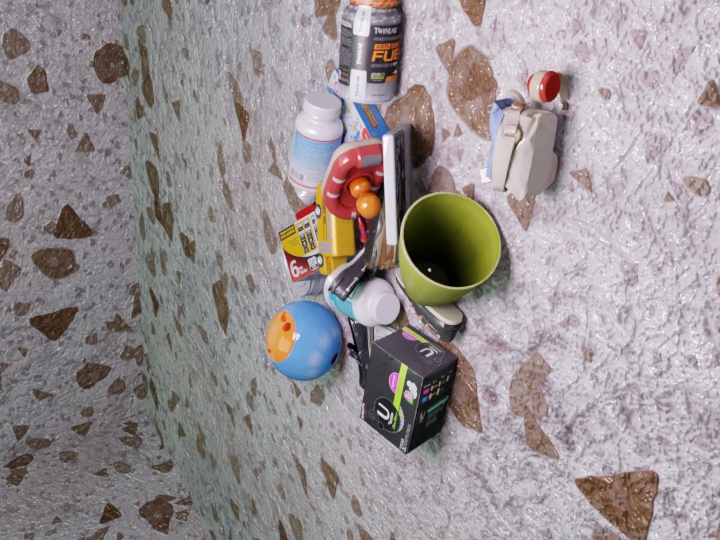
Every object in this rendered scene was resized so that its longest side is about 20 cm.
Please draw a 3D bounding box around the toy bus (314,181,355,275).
[{"bbox_3d":[-0.054,-0.093,1.648,0.078,0.064,0.205,4,98,55],"label":"toy bus"}]

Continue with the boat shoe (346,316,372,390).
[{"bbox_3d":[-0.002,0.191,1.802,0.075,0.061,0.205,-141,47,-70],"label":"boat shoe"}]

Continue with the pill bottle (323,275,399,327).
[{"bbox_3d":[0.006,0.061,1.706,0.199,0.109,0.114,24,122,54],"label":"pill bottle"}]

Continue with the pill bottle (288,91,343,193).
[{"bbox_3d":[-0.096,-0.281,1.641,0.109,0.107,0.203,49,140,38],"label":"pill bottle"}]

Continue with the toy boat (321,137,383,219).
[{"bbox_3d":[0.001,-0.163,1.511,0.133,0.128,0.201,67,156,22],"label":"toy boat"}]

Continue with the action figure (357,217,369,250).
[{"bbox_3d":[0.019,-0.133,1.661,0.051,0.065,0.204,20,119,29],"label":"action figure"}]

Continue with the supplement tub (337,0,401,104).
[{"bbox_3d":[0.018,-0.445,1.484,0.122,0.120,0.204,38,133,46],"label":"supplement tub"}]

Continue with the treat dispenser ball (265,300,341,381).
[{"bbox_3d":[-0.146,0.180,1.918,0.200,0.197,0.206,29,125,51],"label":"treat dispenser ball"}]

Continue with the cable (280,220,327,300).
[{"bbox_3d":[-0.148,-0.033,1.970,0.199,0.068,0.205,29,126,52],"label":"cable"}]

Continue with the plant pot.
[{"bbox_3d":[0.145,-0.014,1.403,0.201,0.184,0.190,112,137,-64],"label":"plant pot"}]

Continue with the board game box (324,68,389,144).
[{"bbox_3d":[-0.028,-0.310,1.677,0.203,0.055,0.197,63,147,23],"label":"board game box"}]

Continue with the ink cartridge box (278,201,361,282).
[{"bbox_3d":[-0.098,-0.089,1.793,0.198,0.083,0.179,-25,78,38],"label":"ink cartridge box"}]

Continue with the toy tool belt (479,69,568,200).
[{"bbox_3d":[0.244,-0.222,1.189,0.122,0.123,0.205,26,123,42],"label":"toy tool belt"}]

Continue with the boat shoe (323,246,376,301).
[{"bbox_3d":[0.000,0.000,1.631,0.060,0.199,0.074,40,132,11],"label":"boat shoe"}]

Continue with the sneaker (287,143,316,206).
[{"bbox_3d":[-0.118,-0.257,1.849,0.098,0.078,0.203,-31,53,21],"label":"sneaker"}]

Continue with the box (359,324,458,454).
[{"bbox_3d":[0.100,0.248,1.578,0.147,0.123,0.204,31,126,35],"label":"box"}]

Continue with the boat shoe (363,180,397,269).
[{"bbox_3d":[0.060,-0.100,1.595,0.076,0.072,0.205,-160,81,-71],"label":"boat shoe"}]

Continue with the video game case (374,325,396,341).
[{"bbox_3d":[0.089,0.241,1.721,0.181,0.023,0.205,26,123,54],"label":"video game case"}]

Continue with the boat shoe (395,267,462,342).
[{"bbox_3d":[0.131,0.066,1.533,0.202,0.072,0.064,47,136,39],"label":"boat shoe"}]

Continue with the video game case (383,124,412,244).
[{"bbox_3d":[0.075,-0.172,1.454,0.023,0.182,0.205,1,107,14],"label":"video game case"}]
